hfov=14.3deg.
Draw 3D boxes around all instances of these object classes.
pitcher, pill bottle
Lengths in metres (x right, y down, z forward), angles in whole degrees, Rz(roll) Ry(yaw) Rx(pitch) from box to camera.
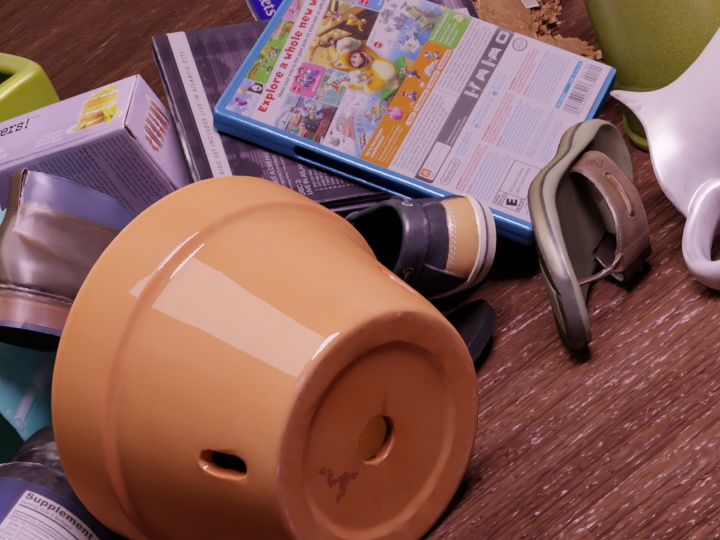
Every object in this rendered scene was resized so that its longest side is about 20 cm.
[{"bbox_3d":[0.242,-0.089,1.519,0.200,0.121,0.172,-35,39,20],"label":"pitcher"},{"bbox_3d":[-0.183,0.171,1.490,0.112,0.112,0.200,-17,25,33],"label":"pill bottle"}]

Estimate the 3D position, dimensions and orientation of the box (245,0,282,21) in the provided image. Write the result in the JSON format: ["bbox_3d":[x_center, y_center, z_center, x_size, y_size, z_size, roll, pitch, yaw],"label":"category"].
[{"bbox_3d":[0.030,-0.217,2.011,0.200,0.105,0.184,-28,-2,9],"label":"box"}]

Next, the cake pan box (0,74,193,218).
[{"bbox_3d":[-0.161,-0.015,1.768,0.184,0.200,0.052,-17,40,29],"label":"cake pan box"}]

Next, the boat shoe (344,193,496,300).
[{"bbox_3d":[0.000,0.000,1.634,0.062,0.075,0.200,4,-15,-31],"label":"boat shoe"}]

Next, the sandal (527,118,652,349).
[{"bbox_3d":[0.132,-0.031,1.572,0.057,0.080,0.201,-7,28,19],"label":"sandal"}]

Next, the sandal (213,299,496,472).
[{"bbox_3d":[-0.017,0.065,1.595,0.200,0.045,0.075,-27,20,12],"label":"sandal"}]

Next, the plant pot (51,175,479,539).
[{"bbox_3d":[-0.034,0.065,1.445,0.200,0.200,0.140,-41,40,-26],"label":"plant pot"}]

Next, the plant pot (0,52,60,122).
[{"bbox_3d":[-0.283,-0.022,1.970,0.199,0.182,0.200,-37,21,-18],"label":"plant pot"}]

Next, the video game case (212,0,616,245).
[{"bbox_3d":[0.033,-0.101,1.675,0.199,0.018,0.143,21,52,11],"label":"video game case"}]

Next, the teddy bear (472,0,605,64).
[{"bbox_3d":[0.081,-0.147,1.799,0.067,0.144,0.201,116,151,-51],"label":"teddy bear"}]

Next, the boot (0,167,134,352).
[{"bbox_3d":[-0.127,0.006,1.667,0.075,0.199,0.097,-10,71,52],"label":"boot"}]

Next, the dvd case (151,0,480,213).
[{"bbox_3d":[-0.010,-0.095,1.688,0.199,0.016,0.149,-9,52,-14],"label":"dvd case"}]

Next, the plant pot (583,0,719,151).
[{"bbox_3d":[0.203,-0.206,1.700,0.200,0.193,0.201,-27,20,11],"label":"plant pot"}]

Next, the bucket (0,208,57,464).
[{"bbox_3d":[-0.255,0.056,1.725,0.207,0.207,0.135,-16,38,35],"label":"bucket"}]

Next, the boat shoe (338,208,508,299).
[{"bbox_3d":[0.032,-0.034,1.737,0.073,0.075,0.200,-28,27,-21],"label":"boat shoe"}]
